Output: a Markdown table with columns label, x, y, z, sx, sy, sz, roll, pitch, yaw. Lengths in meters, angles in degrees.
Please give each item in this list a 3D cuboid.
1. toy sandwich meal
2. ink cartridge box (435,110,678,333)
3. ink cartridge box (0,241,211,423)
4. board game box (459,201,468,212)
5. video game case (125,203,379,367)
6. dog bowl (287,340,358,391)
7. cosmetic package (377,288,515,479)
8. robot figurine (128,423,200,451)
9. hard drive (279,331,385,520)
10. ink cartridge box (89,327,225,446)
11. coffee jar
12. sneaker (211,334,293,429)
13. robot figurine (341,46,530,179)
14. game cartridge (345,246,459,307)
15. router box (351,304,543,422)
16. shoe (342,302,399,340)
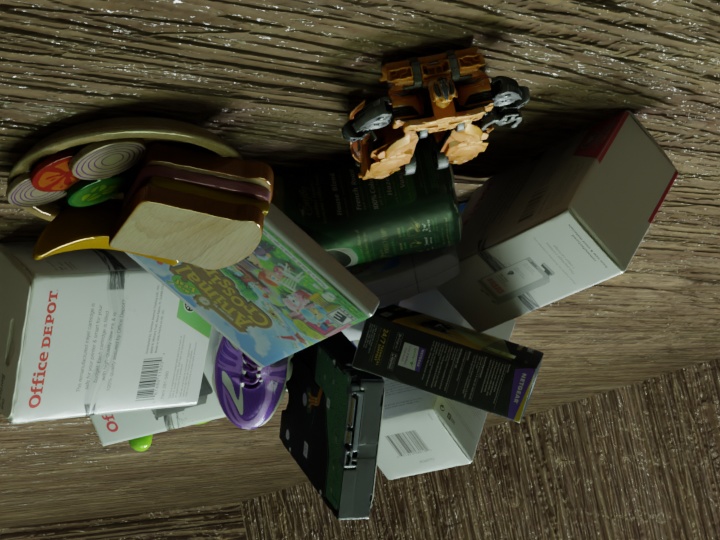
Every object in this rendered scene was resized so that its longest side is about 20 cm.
| label | x | y | z | sx | sy | sz | roll | pitch | yaw |
| --- | --- | --- | --- | --- | --- | --- | --- | --- | --- |
| toy sandwich meal | -0.169 | -0.050 | 1.416 | 0.203 | 0.071 | 0.205 | -5 | 159 | -2 |
| ink cartridge box | 0.173 | -0.043 | 1.693 | 0.199 | 0.083 | 0.147 | -26 | -157 | 48 |
| ink cartridge box | -0.238 | 0.050 | 1.687 | 0.198 | 0.148 | 0.084 | -2 | -156 | -37 |
| board game box | 0.078 | -0.014 | 1.968 | 0.194 | 0.057 | 0.200 | -14 | 168 | 10 |
| video game case | -0.106 | -0.006 | 1.567 | 0.200 | 0.022 | 0.182 | 41 | 145 | -17 |
| dog bowl | -0.023 | 0.087 | 2.154 | 0.198 | 0.080 | 0.200 | -3 | -176 | 0 |
| cosmetic package | 0.075 | 0.102 | 1.875 | 0.107 | 0.201 | 0.085 | -15 | 125 | 34 |
| robot figurine | -0.220 | 0.109 | 2.064 | 0.199 | 0.116 | 0.177 | 11 | 115 | -44 |
| hard drive | -0.029 | 0.134 | 1.772 | 0.037 | 0.141 | 0.200 | 0 | -163 | -19 |
| ink cartridge box | -0.191 | 0.079 | 1.873 | 0.198 | 0.146 | 0.084 | -15 | -154 | 10 |
| coffee jar | -0.015 | -0.049 | 1.616 | 0.198 | 0.086 | 0.104 | -12 | 160 | 0 |
| sneaker | -0.100 | 0.072 | 1.771 | 0.080 | 0.202 | 0.084 | 12 | -149 | -2 |
| robot figurine | 0.050 | -0.119 | 1.425 | 0.143 | 0.059 | 0.200 | -11 | 169 | -7 |
| game cartridge | -0.014 | -0.017 | 1.687 | 0.198 | 0.134 | 0.041 | -13 | 136 | 0 |
| router box | 0.084 | 0.081 | 1.693 | 0.156 | 0.053 | 0.200 | 18 | -176 | 6 |
| shoe | 0.000 | 0.000 | 1.828 | 0.071 | 0.092 | 0.200 | -7 | 161 | -14 |
